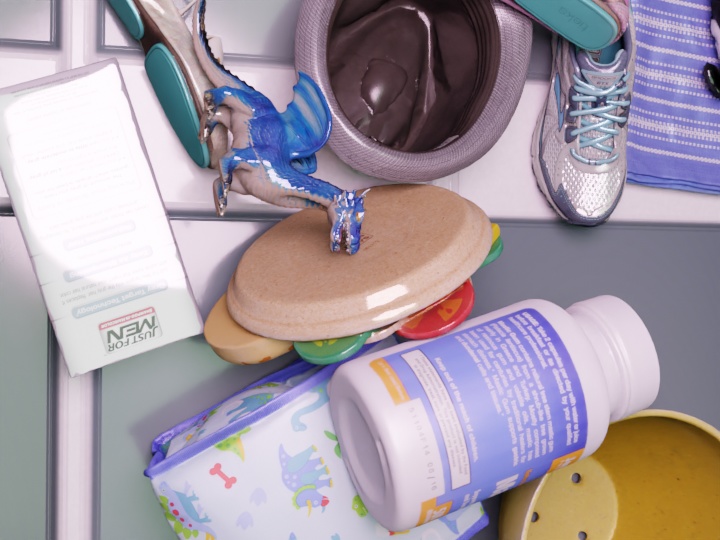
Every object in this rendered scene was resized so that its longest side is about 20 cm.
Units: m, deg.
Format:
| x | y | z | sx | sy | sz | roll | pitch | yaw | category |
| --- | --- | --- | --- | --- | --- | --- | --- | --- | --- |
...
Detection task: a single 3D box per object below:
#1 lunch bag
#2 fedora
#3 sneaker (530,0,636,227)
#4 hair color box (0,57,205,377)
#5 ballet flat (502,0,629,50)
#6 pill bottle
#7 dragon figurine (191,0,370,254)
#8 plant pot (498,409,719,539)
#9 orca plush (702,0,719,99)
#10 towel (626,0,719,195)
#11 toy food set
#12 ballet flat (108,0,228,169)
| x | y | z | sx | sy | sz | roll | pitch | yaw | category |
| --- | --- | --- | --- | --- | --- | --- | --- | --- | --- |
| -0.029 | 0.155 | 0.760 | 0.199 | 0.127 | 0.171 | -29 | 97 | -4 | lunch bag |
| 0.030 | -0.157 | 0.792 | 0.176 | 0.090 | 0.201 | 20 | 78 | -16 | fedora |
| 0.177 | -0.136 | 0.830 | 0.077 | 0.086 | 0.201 | 1 | 87 | 2 | sneaker |
| -0.189 | -0.036 | 0.748 | 0.098 | 0.061 | 0.201 | -19 | 95 | -14 | hair color box |
| 0.109 | -0.228 | 0.750 | 0.199 | 0.069 | 0.072 | 24 | 59 | -19 | ballet flat |
| 0.090 | 0.084 | 0.689 | 0.199 | 0.112 | 0.113 | -17 | 95 | -18 | pill bottle |
| -0.055 | -0.094 | 0.713 | 0.099 | 0.059 | 0.201 | -9 | 66 | -17 | dragon figurine |
| 0.185 | 0.199 | 0.811 | 0.199 | 0.142 | 0.201 | 0 | 90 | -15 | plant pot |
| 0.343 | -0.205 | 0.874 | 0.105 | 0.071 | 0.201 | -3 | 90 | -19 | orca plush |
| 0.284 | -0.166 | 0.899 | 0.144 | 0.024 | 0.201 | 7 | 88 | -17 | towel |
| 0.000 | 0.000 | 0.736 | 0.200 | 0.197 | 0.049 | -46 | 128 | -45 | toy food set |
| -0.133 | -0.172 | 0.762 | 0.062 | 0.067 | 0.201 | -31 | 99 | -23 | ballet flat |
